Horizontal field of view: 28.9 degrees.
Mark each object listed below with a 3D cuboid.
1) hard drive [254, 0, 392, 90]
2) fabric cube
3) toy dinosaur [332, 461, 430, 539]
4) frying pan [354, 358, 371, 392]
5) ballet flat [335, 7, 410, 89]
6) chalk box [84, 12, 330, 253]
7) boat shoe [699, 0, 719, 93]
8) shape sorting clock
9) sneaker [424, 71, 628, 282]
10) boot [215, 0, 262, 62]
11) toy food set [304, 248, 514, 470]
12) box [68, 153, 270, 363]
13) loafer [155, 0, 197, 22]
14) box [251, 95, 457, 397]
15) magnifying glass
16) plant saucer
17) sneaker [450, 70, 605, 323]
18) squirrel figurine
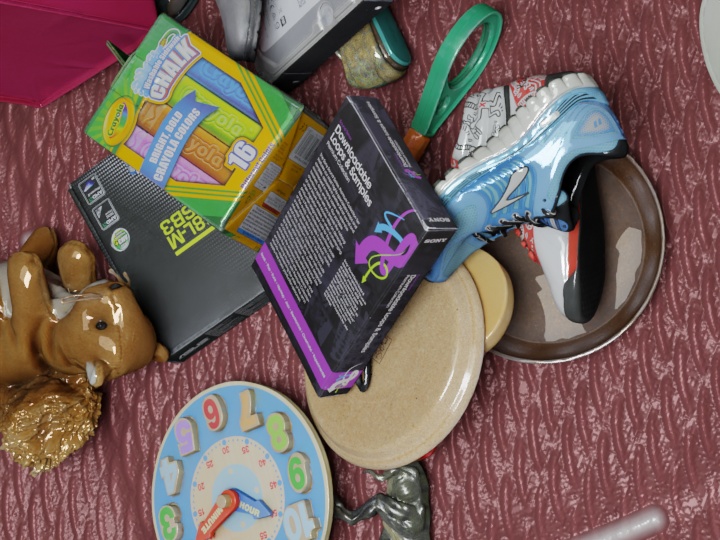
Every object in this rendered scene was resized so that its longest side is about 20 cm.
[{"bbox_3d":[-0.043,-0.258,1.198,0.200,0.038,0.140,-31,71,51],"label":"hard drive"},{"bbox_3d":[-0.323,-0.278,1.239,0.200,0.196,0.200,-20,76,39],"label":"fabric cube"},{"bbox_3d":[0.025,0.214,1.170,0.088,0.047,0.201,-14,82,9],"label":"toy dinosaur"},{"bbox_3d":[0.011,-0.010,1.140,0.115,0.031,0.190,-39,63,34],"label":"frying pan"},{"bbox_3d":[-0.015,-0.252,1.237,0.071,0.071,0.201,-21,77,14],"label":"ballet flat"},{"bbox_3d":[-0.138,-0.124,1.177,0.200,0.125,0.124,34,92,19],"label":"chalk box"},{"bbox_3d":[0.342,-0.148,1.121,0.062,0.073,0.200,-14,65,-29],"label":"boat shoe"},{"bbox_3d":[-0.106,0.195,1.195,0.199,0.039,0.201,-1,88,34],"label":"shape sorting clock"},{"bbox_3d":[0.119,-0.055,1.056,0.200,0.078,0.090,-45,73,21],"label":"sneaker"},{"bbox_3d":[-0.154,-0.270,1.196,0.131,0.070,0.201,-6,81,-9],"label":"boot"},{"bbox_3d":[0.029,0.065,1.153,0.198,0.049,0.201,12,85,45],"label":"toy food set"},{"bbox_3d":[-0.137,-0.050,1.255,0.200,0.048,0.193,-33,73,11],"label":"box"},{"bbox_3d":[-0.153,-0.324,1.288,0.072,0.063,0.201,24,90,19],"label":"loafer"},{"bbox_3d":[-0.010,-0.017,1.101,0.143,0.036,0.200,61,138,31],"label":"box"},{"bbox_3d":[0.063,-0.136,1.196,0.022,0.080,0.200,36,104,19],"label":"magnifying glass"},{"bbox_3d":[0.154,-0.021,1.166,0.200,0.034,0.201,-2,83,17],"label":"plant saucer"},{"bbox_3d":[0.134,-0.055,1.129,0.108,0.067,0.202,-6,87,28],"label":"sneaker"},{"bbox_3d":[-0.262,0.074,1.230,0.186,0.141,0.201,14,104,27],"label":"squirrel figurine"}]
